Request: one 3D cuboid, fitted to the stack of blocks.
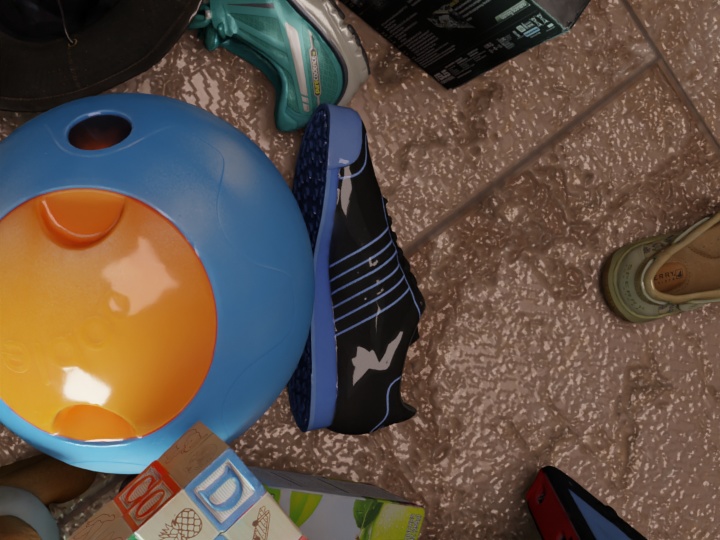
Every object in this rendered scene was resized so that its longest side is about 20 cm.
[{"bbox_3d":[-0.053,0.188,0.660,0.115,0.058,0.201,-41,109,-12],"label":"stack of blocks"}]

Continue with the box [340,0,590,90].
[{"bbox_3d":[0.045,-0.202,0.796,0.163,0.200,0.086,37,80,-10],"label":"box"}]

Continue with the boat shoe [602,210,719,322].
[{"bbox_3d":[0.261,-0.014,0.918,0.198,0.063,0.074,-23,93,-16],"label":"boat shoe"}]

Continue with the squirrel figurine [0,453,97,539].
[{"bbox_3d":[-0.214,0.224,0.752,0.198,0.142,0.189,-16,102,-2],"label":"squirrel figurine"}]

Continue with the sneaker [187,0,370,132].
[{"bbox_3d":[-0.077,-0.174,0.828,0.079,0.077,0.201,-39,98,-5],"label":"sneaker"}]

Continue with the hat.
[{"bbox_3d":[-0.162,-0.179,0.785,0.198,0.081,0.203,-1,86,15],"label":"hat"}]

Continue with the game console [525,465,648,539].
[{"bbox_3d":[0.184,0.202,0.819,0.176,0.200,0.031,34,100,-11],"label":"game console"}]

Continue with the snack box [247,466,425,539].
[{"bbox_3d":[-0.053,0.212,0.746,0.141,0.053,0.202,16,90,-43],"label":"snack box"}]

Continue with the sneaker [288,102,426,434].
[{"bbox_3d":[0.000,0.000,0.840,0.077,0.070,0.203,0,98,-21],"label":"sneaker"}]

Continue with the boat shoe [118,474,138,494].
[{"bbox_3d":[-0.086,0.201,0.807,0.072,0.072,0.201,-40,120,-24],"label":"boat shoe"}]

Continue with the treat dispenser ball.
[{"bbox_3d":[-0.123,0.006,0.737,0.198,0.201,0.203,1,87,-16],"label":"treat dispenser ball"}]
